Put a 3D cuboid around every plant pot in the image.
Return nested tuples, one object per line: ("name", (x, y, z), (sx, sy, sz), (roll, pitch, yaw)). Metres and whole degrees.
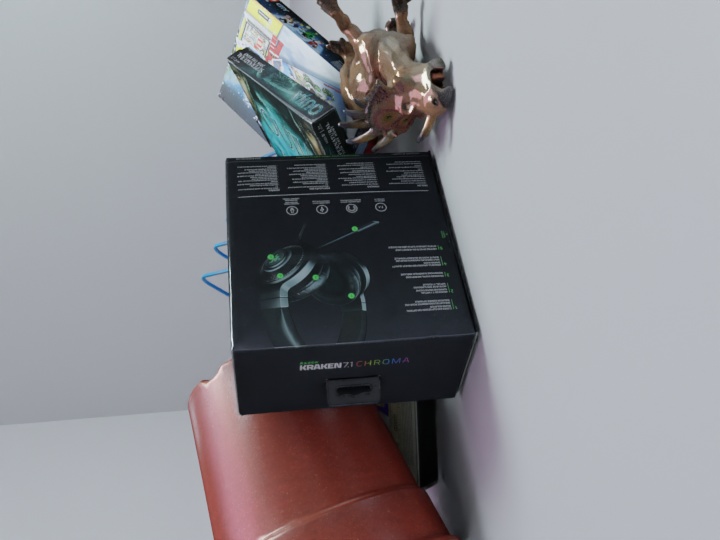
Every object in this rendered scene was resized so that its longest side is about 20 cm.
("plant pot", (-0.047, 0.174, 0.637), (0.201, 0.200, 0.196), (99, 150, -59))

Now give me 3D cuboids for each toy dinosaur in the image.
("toy dinosaur", (0.016, -0.155, 0.659), (0.200, 0.085, 0.137), (104, 155, -84))

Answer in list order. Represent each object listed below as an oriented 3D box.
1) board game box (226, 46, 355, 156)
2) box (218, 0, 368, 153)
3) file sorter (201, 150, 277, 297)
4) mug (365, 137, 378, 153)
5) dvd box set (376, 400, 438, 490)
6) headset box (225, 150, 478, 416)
("board game box", (-0.057, -0.130, 0.751), (0.200, 0.028, 0.136), (44, 165, 48))
("box", (-0.070, -0.198, 0.867), (0.200, 0.038, 0.137), (44, 132, 18))
("file sorter", (-0.115, -0.050, 1.072), (0.122, 0.138, 0.201), (-9, 55, 50))
("mug", (-0.047, -0.165, 0.950), (0.178, 0.132, 0.202), (-118, 22, -77))
("dvd box set", (-0.010, 0.114, 0.736), (0.199, 0.029, 0.147), (4, 100, 46))
("headset box", (-0.016, 0.010, 0.600), (0.093, 0.173, 0.201), (97, 166, -51))
